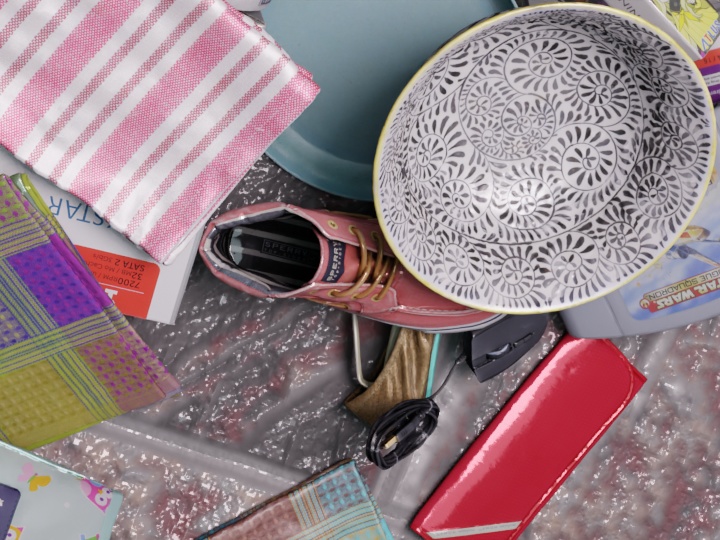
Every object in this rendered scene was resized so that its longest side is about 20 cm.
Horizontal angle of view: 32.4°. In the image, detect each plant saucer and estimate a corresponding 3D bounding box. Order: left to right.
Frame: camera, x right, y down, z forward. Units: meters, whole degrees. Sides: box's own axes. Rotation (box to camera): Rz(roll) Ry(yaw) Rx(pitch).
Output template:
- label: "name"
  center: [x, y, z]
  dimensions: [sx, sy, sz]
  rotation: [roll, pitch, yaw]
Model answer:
- label: "plant saucer"
  center: [0.010, -0.135, 0.799]
  dimensions: [0.199, 0.027, 0.201]
  rotation: [5, 127, 6]

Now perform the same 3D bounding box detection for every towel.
- label: "towel"
  center: [-0.214, 0.035, 0.751]
  dimensions: [0.143, 0.023, 0.200]
  rotation: [-20, 128, 13]
- label: "towel"
  center: [-0.140, -0.110, 0.685]
  dimensions: [0.200, 0.030, 0.146]
  rotation: [38, 102, -23]
- label: "towel"
  center: [-0.026, 0.252, 0.884]
  dimensions: [0.146, 0.022, 0.200]
  rotation: [-27, 102, -11]

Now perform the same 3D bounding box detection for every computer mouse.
- label: "computer mouse"
  center: [0.074, 0.068, 0.838]
  dimensions: [0.200, 0.034, 0.059]
  rotation: [-44, 139, -33]

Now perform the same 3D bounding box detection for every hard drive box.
- label: "hard drive box"
  center: [-0.160, -0.085, 0.752]
  dimensions: [0.155, 0.077, 0.200]
  rotation: [13, 112, -16]

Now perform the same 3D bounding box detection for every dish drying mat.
- label: "dish drying mat"
  center: [0.125, 0.133, 0.912]
  dimensions: [0.077, 0.018, 0.200]
  rotation: [42, 85, -14]

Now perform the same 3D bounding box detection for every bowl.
- label: "bowl"
  center: [0.101, -0.082, 0.745]
  dimensions: [0.200, 0.094, 0.201]
  rotation: [-3, 124, -5]

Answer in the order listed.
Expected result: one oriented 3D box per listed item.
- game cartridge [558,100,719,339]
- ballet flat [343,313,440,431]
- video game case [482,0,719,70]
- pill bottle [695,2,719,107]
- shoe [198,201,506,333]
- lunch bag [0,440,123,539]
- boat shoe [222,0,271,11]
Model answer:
- label: "game cartridge"
  center: [0.211, -0.030, 0.843]
  dimensions: [0.200, 0.042, 0.133]
  rotation: [-23, 93, 29]
- label: "ballet flat"
  center: [0.033, 0.016, 0.857]
  dimensions: [0.072, 0.068, 0.201]
  rotation: [16, 97, -1]
- label: "video game case"
  center: [0.101, -0.182, 0.774]
  dimensions: [0.181, 0.200, 0.036]
  rotation: [43, 71, -16]
- label: "pill bottle"
  center: [0.276, -0.089, 0.877]
  dimensions: [0.112, 0.112, 0.201]
  rotation: [-20, 101, -12]
- label: "shoe"
  center: [0.000, 0.000, 0.785]
  dimensions: [0.199, 0.091, 0.072]
  rotation: [11, 95, 11]
- label: "lunch bag"
  center: [-0.257, 0.198, 0.767]
  dimensions: [0.170, 0.122, 0.200]
  rotation: [25, 83, -15]
- label: "boat shoe"
  center: [-0.137, -0.209, 0.697]
  dimensions: [0.199, 0.072, 0.066]
  rotation: [21, 119, 0]
